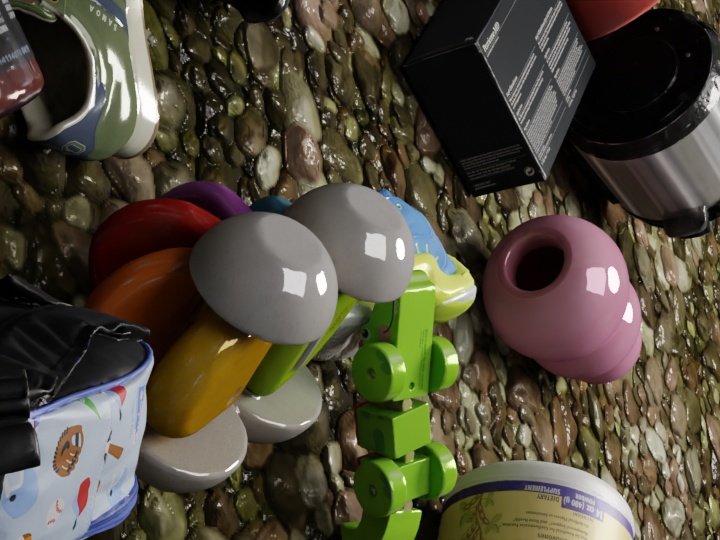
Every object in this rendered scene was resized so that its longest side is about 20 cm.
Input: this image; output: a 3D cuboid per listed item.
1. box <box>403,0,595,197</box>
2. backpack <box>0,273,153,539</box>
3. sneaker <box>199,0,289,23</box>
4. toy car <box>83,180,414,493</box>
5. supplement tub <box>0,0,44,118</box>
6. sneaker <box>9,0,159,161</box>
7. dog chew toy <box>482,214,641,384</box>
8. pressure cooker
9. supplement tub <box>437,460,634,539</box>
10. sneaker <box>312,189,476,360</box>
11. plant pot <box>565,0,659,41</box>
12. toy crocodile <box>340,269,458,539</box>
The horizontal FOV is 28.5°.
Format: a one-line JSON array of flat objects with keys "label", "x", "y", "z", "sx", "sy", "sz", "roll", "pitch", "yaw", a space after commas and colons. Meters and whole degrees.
[{"label": "box", "x": 0.128, "y": -0.182, "z": 1.252, "sx": 0.141, "sy": 0.079, "sz": 0.200, "roll": 61, "pitch": 36, "yaw": -26}, {"label": "backpack", "x": -0.180, "y": 0.071, "z": 0.597, "sx": 0.190, "sy": 0.199, "sz": 0.155, "roll": -28, "pitch": 132, "yaw": -64}, {"label": "sneaker", "x": -0.105, "y": -0.233, "z": 0.924, "sx": 0.200, "sy": 0.071, "sz": 0.098, "roll": 39, "pitch": 45, "yaw": -45}, {"label": "toy car", "x": -0.079, "y": 0.016, "z": 0.817, "sx": 0.150, "sy": 0.175, "sz": 0.200, "roll": 42, "pitch": 30, "yaw": 15}, {"label": "supplement tub", "x": -0.237, "y": -0.153, "z": 0.663, "sx": 0.107, "sy": 0.107, "sz": 0.201, "roll": -43, "pitch": 113, "yaw": -54}, {"label": "sneaker", "x": -0.172, "y": -0.159, "z": 0.794, "sx": 0.090, "sy": 0.067, "sz": 0.201, "roll": -19, "pitch": 97, "yaw": -63}, {"label": "dog chew toy", "x": 0.186, "y": 0.036, "z": 1.223, "sx": 0.200, "sy": 0.124, "sz": 0.125, "roll": 43, "pitch": 44, "yaw": -51}, {"label": "pressure cooker", "x": 0.309, "y": -0.138, "z": 1.410, "sx": 0.176, "sy": 0.179, "sz": 0.200, "roll": -51, "pitch": 135, "yaw": -2}, {"label": "supplement tub", "x": 0.117, "y": 0.253, "z": 1.004, "sx": 0.145, "sy": 0.145, "sz": 0.201, "roll": 45, "pitch": 43, "yaw": -38}, {"label": "sneaker", "x": 0.000, "y": 0.000, "z": 1.012, "sx": 0.200, "sy": 0.076, "sz": 0.105, "roll": -8, "pitch": 66, "yaw": -57}, {"label": "plant pot", "x": 0.211, "y": -0.348, "z": 1.354, "sx": 0.177, "sy": 0.200, "sz": 0.201, "roll": 46, "pitch": 42, "yaw": -24}, {"label": "toy crocodile", "x": 0.021, "y": 0.097, "z": 0.943, "sx": 0.067, "sy": 0.062, "sz": 0.201, "roll": -12, "pitch": 108, "yaw": -44}]
